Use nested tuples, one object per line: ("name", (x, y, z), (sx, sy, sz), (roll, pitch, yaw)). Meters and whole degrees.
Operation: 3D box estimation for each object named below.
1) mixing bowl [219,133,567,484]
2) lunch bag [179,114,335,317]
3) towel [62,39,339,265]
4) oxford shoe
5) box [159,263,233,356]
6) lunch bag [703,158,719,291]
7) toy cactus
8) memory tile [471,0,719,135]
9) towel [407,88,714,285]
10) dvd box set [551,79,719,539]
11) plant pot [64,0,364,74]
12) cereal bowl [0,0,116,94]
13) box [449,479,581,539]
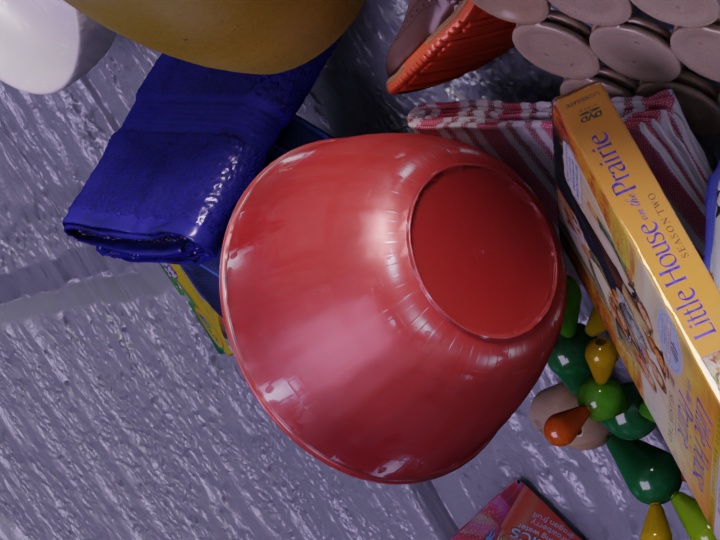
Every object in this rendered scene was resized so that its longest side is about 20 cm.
("mixing bowl", (0.037, 0.006, 1.110), (0.201, 0.200, 0.108), (56, 143, -5))
("lunch bag", (0.000, 0.000, 1.285), (0.199, 0.133, 0.136), (33, 168, 21))
("towel", (-0.086, -0.092, 1.267), (0.147, 0.201, 0.050), (7, 152, 49))
("oxford shoe", (0.062, -0.164, 1.128), (0.073, 0.071, 0.200), (64, 144, 15))
("box", (-0.078, -0.009, 1.468), (0.118, 0.048, 0.200), (57, 146, -7))
("lunch bag", (0.259, 0.019, 0.992), (0.170, 0.123, 0.201), (-14, 96, 57))
("toy cactus", (0.148, 0.094, 1.243), (0.200, 0.102, 0.165), (45, 162, -13))
("memory tile", (0.126, -0.127, 1.026), (0.153, 0.017, 0.200), (6, 154, 43))
("towel", (0.132, -0.043, 1.151), (0.199, 0.030, 0.146), (5, 144, 51))
("dvd box set", (0.150, 0.024, 1.033), (0.147, 0.029, 0.201), (77, 170, -62))
("plant pot", (-0.072, -0.192, 1.172), (0.199, 0.201, 0.142), (18, 159, 43))
("cereal bowl", (-0.228, -0.225, 1.414), (0.200, 0.083, 0.201), (34, 144, 29))
("box", (0.089, 0.249, 1.456), (0.103, 0.095, 0.200), (45, 148, 14))
